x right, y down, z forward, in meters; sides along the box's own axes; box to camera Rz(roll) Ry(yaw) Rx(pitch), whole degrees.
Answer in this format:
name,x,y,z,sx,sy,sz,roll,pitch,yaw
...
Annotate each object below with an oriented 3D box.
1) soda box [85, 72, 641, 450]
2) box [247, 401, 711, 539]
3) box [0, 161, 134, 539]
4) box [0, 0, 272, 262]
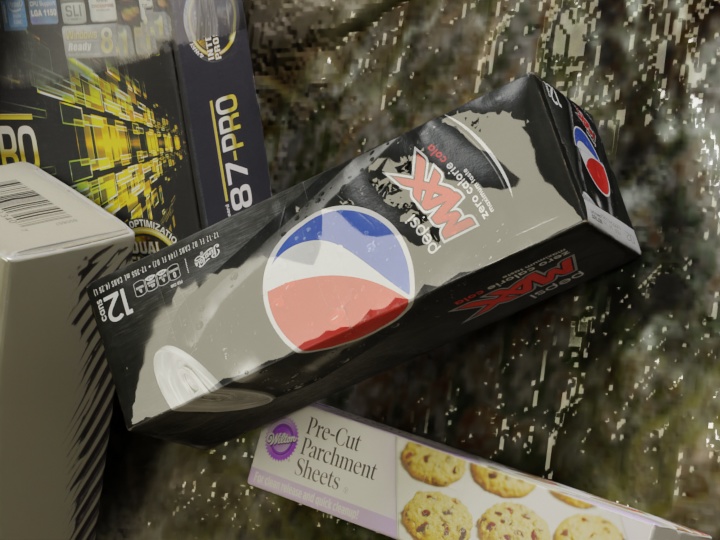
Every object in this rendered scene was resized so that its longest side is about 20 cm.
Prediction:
name,x,y,z,sx,sy,sz,roll,pitch,yaw
soda box,0.000,0.000,1.097,0.199,0.071,0.064,-25,70,18
box,0.041,0.091,1.095,0.199,0.039,0.042,17,90,42
box,-0.153,0.063,1.207,0.082,0.068,0.201,33,123,39
box,-0.124,-0.049,1.230,0.199,0.049,0.162,4,105,42
